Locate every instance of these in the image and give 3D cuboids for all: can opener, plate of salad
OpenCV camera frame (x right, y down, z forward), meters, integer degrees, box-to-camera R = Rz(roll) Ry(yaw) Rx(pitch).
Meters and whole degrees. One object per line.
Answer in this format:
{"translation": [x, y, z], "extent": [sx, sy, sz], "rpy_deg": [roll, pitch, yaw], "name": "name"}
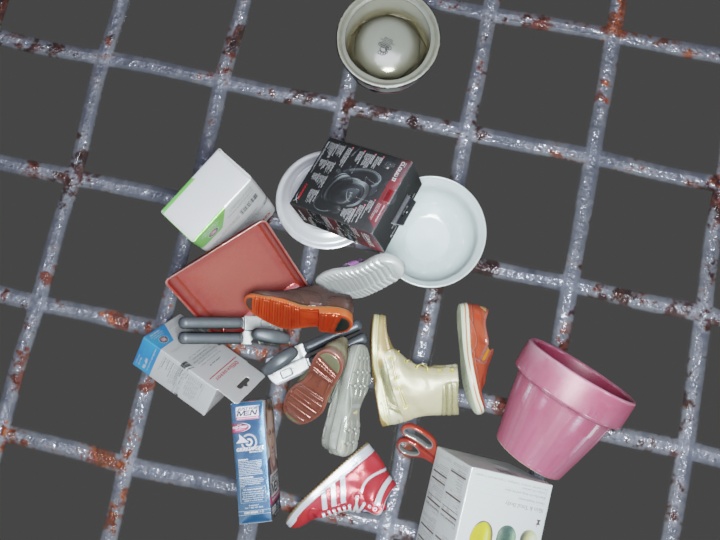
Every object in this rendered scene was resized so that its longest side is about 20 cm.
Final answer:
{"translation": [-0.224, 0.106, 1.144], "extent": [0.198, 0.066, 0.053], "rpy_deg": [4, 82, -28], "name": "can opener"}
{"translation": [-0.061, -0.133, 1.211], "extent": [0.198, 0.048, 0.202], "rpy_deg": [-1, 72, 2], "name": "plate of salad"}
{"translation": [-0.083, 0.149, 1.163], "extent": [0.199, 0.067, 0.054], "rpy_deg": [-24, 82, -1], "name": "can opener"}

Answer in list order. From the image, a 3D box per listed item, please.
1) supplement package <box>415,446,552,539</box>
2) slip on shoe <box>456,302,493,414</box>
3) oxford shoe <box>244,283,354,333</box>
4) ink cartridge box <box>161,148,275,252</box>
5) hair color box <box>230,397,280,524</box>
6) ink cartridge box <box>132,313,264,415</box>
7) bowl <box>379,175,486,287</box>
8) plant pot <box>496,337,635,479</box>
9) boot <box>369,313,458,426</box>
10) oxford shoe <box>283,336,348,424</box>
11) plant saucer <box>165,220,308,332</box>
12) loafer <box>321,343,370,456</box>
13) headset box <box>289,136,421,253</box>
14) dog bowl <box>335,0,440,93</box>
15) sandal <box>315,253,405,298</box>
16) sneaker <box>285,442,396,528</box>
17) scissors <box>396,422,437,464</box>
{"translation": [0.197, 0.422, 1.058], "extent": [0.151, 0.151, 0.202], "rpy_deg": [16, 83, -13], "name": "supplement package"}
{"translation": [0.212, 0.157, 1.153], "extent": [0.061, 0.074, 0.202], "rpy_deg": [-2, 77, -1], "name": "slip on shoe"}
{"translation": [-0.109, 0.061, 1.160], "extent": [0.198, 0.071, 0.073], "rpy_deg": [12, 46, -5], "name": "oxford shoe"}
{"translation": [-0.245, -0.107, 1.137], "extent": [0.084, 0.200, 0.146], "rpy_deg": [41, 85, 9], "name": "ink cartridge box"}
{"translation": [-0.183, 0.330, 1.126], "extent": [0.060, 0.100, 0.202], "rpy_deg": [-6, 82, 0], "name": "hair color box"}
{"translation": [-0.284, 0.176, 1.135], "extent": [0.199, 0.116, 0.068], "rpy_deg": [34, 115, 6], "name": "ink cartridge box"}
{"translation": [0.127, -0.064, 1.174], "extent": [0.199, 0.090, 0.203], "rpy_deg": [0, 82, 3], "name": "bowl"}
{"translation": [0.331, 0.242, 1.087], "extent": [0.199, 0.200, 0.180], "rpy_deg": [30, 100, 5], "name": "plant pot"}
{"translation": [0.097, 0.171, 1.152], "extent": [0.154, 0.073, 0.202], "rpy_deg": [-8, 84, 1], "name": "boot"}
{"translation": [-0.072, 0.199, 1.134], "extent": [0.071, 0.074, 0.200], "rpy_deg": [38, 123, 2], "name": "oxford shoe"}
{"translation": [-0.217, 0.018, 1.145], "extent": [0.199, 0.200, 0.037], "rpy_deg": [-31, 45, -2], "name": "plant saucer"}
{"translation": [-0.030, 0.229, 1.147], "extent": [0.069, 0.070, 0.202], "rpy_deg": [8, 82, 36], "name": "loafer"}
{"translation": [0.001, -0.132, 1.115], "extent": [0.199, 0.077, 0.150], "rpy_deg": [22, 74, 27], "name": "headset box"}
{"translation": [0.053, -0.435, 1.235], "extent": [0.198, 0.074, 0.202], "rpy_deg": [0, 83, 1], "name": "dog bowl"}
{"translation": [0.004, 0.005, 1.147], "extent": [0.082, 0.202, 0.050], "rpy_deg": [45, 50, -31], "name": "sandal"}
{"translation": [-0.029, 0.412, 1.124], "extent": [0.200, 0.071, 0.113], "rpy_deg": [-40, 80, -6], "name": "sneaker"}
{"translation": [0.152, 0.343, 1.138], "extent": [0.199, 0.014, 0.073], "rpy_deg": [31, 121, 6], "name": "scissors"}
